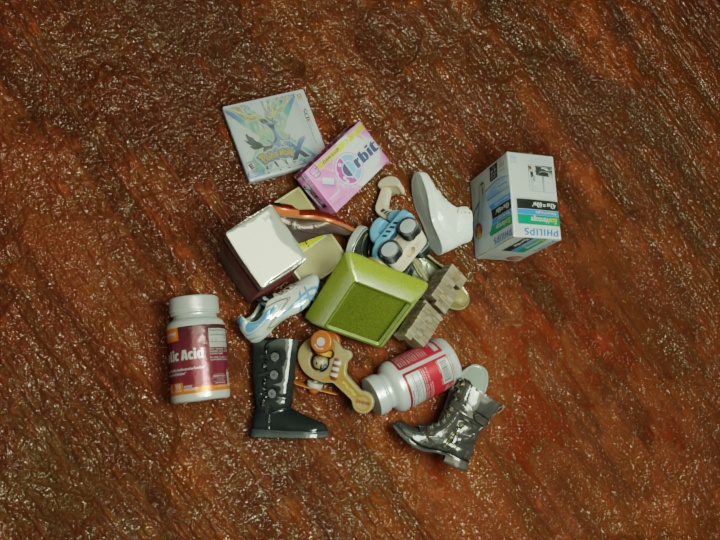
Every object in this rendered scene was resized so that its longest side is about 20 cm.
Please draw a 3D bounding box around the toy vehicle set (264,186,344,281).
[{"bbox_3d":[-0.130,-0.071,1.387,0.124,0.027,0.201,-34,90,-22],"label":"toy vehicle set"}]

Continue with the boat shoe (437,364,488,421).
[{"bbox_3d":[0.221,0.303,1.402,0.075,0.060,0.200,31,70,18],"label":"boat shoe"}]

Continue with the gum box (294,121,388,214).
[{"bbox_3d":[-0.045,-0.227,1.415,0.200,0.066,0.114,-47,109,-22],"label":"gum box"}]

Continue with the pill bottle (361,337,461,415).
[{"bbox_3d":[0.109,0.232,1.351,0.199,0.112,0.113,-21,85,-21],"label":"pill bottle"}]

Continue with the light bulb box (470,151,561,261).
[{"bbox_3d":[0.358,-0.143,1.471,0.124,0.198,0.202,2,76,-15],"label":"light bulb box"}]

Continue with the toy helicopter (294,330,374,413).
[{"bbox_3d":[-0.055,0.227,1.311,0.200,0.079,0.132,44,94,13],"label":"toy helicopter"}]

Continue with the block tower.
[{"bbox_3d":[0.155,0.080,1.371,0.058,0.054,0.200,44,67,-15],"label":"block tower"}]

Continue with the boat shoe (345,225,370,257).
[{"bbox_3d":[0.000,0.000,1.382,0.063,0.071,0.201,8,79,27],"label":"boat shoe"}]

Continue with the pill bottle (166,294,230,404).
[{"bbox_3d":[-0.320,0.154,1.227,0.113,0.114,0.202,-4,79,-19],"label":"pill bottle"}]

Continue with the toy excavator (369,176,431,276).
[{"bbox_3d":[0.070,-0.106,1.402,0.200,0.100,0.195,34,80,37],"label":"toy excavator"}]

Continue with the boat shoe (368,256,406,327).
[{"bbox_3d":[0.061,0.052,1.357,0.071,0.070,0.200,-54,131,-15],"label":"boat shoe"}]

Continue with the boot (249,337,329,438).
[{"bbox_3d":[-0.141,0.237,1.273,0.163,0.066,0.202,0,75,5],"label":"boot"}]

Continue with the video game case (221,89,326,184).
[{"bbox_3d":[-0.191,-0.307,1.423,0.199,0.022,0.183,-19,84,-21],"label":"video game case"}]

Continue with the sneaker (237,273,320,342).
[{"bbox_3d":[-0.164,0.066,1.292,0.200,0.072,0.073,-40,115,-21],"label":"sneaker"}]

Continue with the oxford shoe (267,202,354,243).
[{"bbox_3d":[-0.111,-0.094,1.359,0.199,0.071,0.073,11,103,-19],"label":"oxford shoe"}]

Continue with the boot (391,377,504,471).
[{"bbox_3d":[0.183,0.307,1.321,0.199,0.069,0.175,26,83,0],"label":"boot"}]

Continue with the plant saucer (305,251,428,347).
[{"bbox_3d":[0.013,0.078,1.304,0.199,0.200,0.048,21,32,-20],"label":"plant saucer"}]

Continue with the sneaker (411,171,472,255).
[{"bbox_3d":[0.199,-0.149,1.493,0.115,0.074,0.201,-20,94,-23],"label":"sneaker"}]

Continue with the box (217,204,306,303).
[{"bbox_3d":[-0.204,-0.026,1.259,0.109,0.200,0.128,-34,90,-21],"label":"box"}]

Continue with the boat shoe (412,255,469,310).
[{"bbox_3d":[0.177,0.016,1.448,0.201,0.063,0.073,43,69,-5],"label":"boat shoe"}]
